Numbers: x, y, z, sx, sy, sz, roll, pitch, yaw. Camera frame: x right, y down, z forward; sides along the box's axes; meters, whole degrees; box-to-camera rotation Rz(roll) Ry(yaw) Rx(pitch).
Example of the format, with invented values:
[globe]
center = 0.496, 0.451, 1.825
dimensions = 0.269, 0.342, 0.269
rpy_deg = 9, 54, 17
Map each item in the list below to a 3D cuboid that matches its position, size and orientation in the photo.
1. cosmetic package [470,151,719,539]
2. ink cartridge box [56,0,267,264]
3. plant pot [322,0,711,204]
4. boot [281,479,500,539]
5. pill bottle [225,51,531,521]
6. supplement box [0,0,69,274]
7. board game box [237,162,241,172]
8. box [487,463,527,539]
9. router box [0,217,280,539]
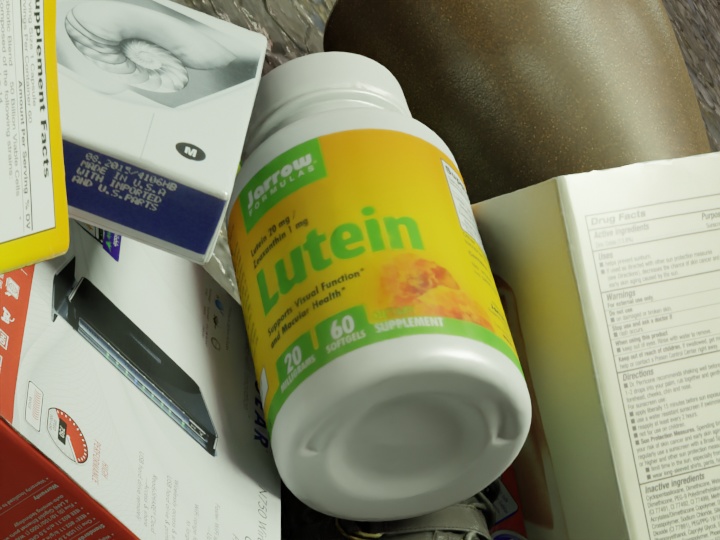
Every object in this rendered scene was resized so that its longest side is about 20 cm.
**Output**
[cosmetic package]
center = 0.124, 0.056, 1.006
dimensions = 0.103, 0.087, 0.202
rpy_deg = -8, 86, -30
[ink cartridge box]
center = -0.138, -0.098, 0.924
dimensions = 0.198, 0.041, 0.200
rpy_deg = 20, 29, -9
[plant pot]
center = 0.108, -0.088, 1.219
dimensions = 0.201, 0.187, 0.187
rpy_deg = 59, 20, 19
[boot]
center = 0.048, 0.136, 0.957
dimensions = 0.175, 0.198, 0.070
rpy_deg = -84, 172, -51
[pill bottle]
center = 0.000, 0.000, 0.982
dimensions = 0.111, 0.111, 0.201
rpy_deg = 37, 28, -43
[supplement box]
center = -0.186, -0.046, 0.716
dimensions = 0.200, 0.109, 0.110
rpy_deg = -23, 113, -70
[board game box]
center = 0.012, -0.008, 1.254
dimensions = 0.200, 0.047, 0.102
rpy_deg = 21, 41, -59
[box]
center = 0.061, 0.127, 1.096
dimensions = 0.201, 0.099, 0.095
rpy_deg = 55, 20, -5
[router box]
center = -0.106, 0.048, 0.901
dimensions = 0.180, 0.049, 0.201
rpy_deg = 46, 23, -29
